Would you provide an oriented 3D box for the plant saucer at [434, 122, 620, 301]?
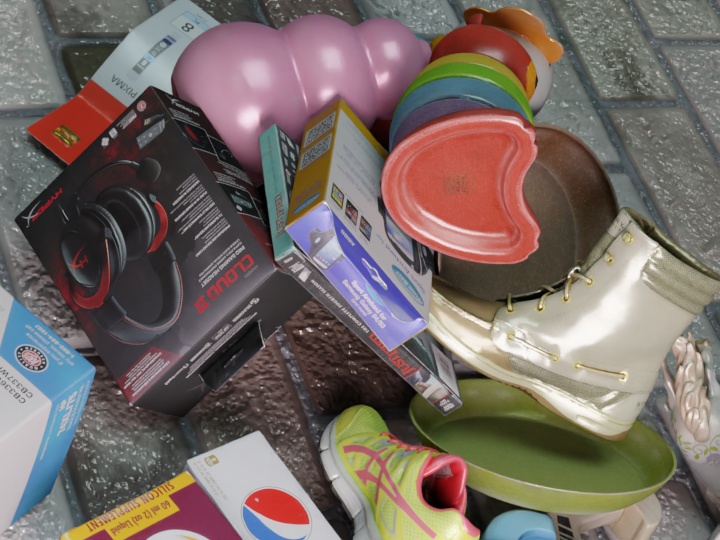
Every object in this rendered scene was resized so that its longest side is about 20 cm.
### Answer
[{"bbox_3d":[0.125,-0.016,1.673,0.200,0.202,0.037,-18,16,-37],"label":"plant saucer"}]

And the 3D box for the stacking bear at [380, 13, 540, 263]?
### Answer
[{"bbox_3d":[0.081,-0.111,1.565,0.113,0.122,0.200,1,35,9],"label":"stacking bear"}]

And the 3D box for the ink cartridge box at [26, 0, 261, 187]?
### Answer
[{"bbox_3d":[-0.142,-0.121,1.700,0.160,0.047,0.200,38,43,9],"label":"ink cartridge box"}]

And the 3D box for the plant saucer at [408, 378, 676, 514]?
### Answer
[{"bbox_3d":[0.130,0.132,1.563,0.199,0.031,0.200,10,19,-3],"label":"plant saucer"}]

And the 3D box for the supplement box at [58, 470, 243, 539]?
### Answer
[{"bbox_3d":[-0.103,0.243,1.362,0.110,0.086,0.200,-25,64,-40],"label":"supplement box"}]

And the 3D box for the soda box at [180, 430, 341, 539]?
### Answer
[{"bbox_3d":[-0.047,0.208,1.437,0.068,0.064,0.200,-21,62,-38],"label":"soda box"}]

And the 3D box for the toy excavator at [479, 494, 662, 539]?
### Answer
[{"bbox_3d":[0.136,0.208,1.512,0.193,0.100,0.201,12,38,-17],"label":"toy excavator"}]

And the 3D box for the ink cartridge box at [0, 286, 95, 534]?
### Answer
[{"bbox_3d":[-0.297,0.110,1.346,0.147,0.146,0.200,38,46,12],"label":"ink cartridge box"}]

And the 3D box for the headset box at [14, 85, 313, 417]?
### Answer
[{"bbox_3d":[-0.132,-0.005,1.520,0.200,0.149,0.075,55,16,25],"label":"headset box"}]

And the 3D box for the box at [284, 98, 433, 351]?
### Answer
[{"bbox_3d":[0.002,-0.030,1.510,0.119,0.041,0.200,50,22,-19],"label":"box"}]

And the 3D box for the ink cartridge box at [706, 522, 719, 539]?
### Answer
[{"bbox_3d":[0.298,0.233,1.481,0.145,0.200,0.087,38,45,10],"label":"ink cartridge box"}]

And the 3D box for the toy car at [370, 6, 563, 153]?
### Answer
[{"bbox_3d":[0.081,-0.150,1.724,0.176,0.200,0.185,23,44,-4],"label":"toy car"}]

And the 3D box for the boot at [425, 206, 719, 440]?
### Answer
[{"bbox_3d":[0.145,0.015,1.548,0.199,0.155,0.072,30,19,-7],"label":"boot"}]

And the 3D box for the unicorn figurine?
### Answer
[{"bbox_3d":[0.274,0.132,1.632,0.200,0.074,0.138,33,33,-48],"label":"unicorn figurine"}]

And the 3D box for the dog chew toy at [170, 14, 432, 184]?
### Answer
[{"bbox_3d":[-0.041,-0.140,1.635,0.199,0.125,0.125,-15,55,-8],"label":"dog chew toy"}]

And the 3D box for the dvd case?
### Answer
[{"bbox_3d":[0.000,0.000,1.546,0.200,0.022,0.146,42,23,-35],"label":"dvd case"}]

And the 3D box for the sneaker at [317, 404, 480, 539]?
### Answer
[{"bbox_3d":[0.035,0.150,1.477,0.078,0.090,0.200,40,14,-33],"label":"sneaker"}]
